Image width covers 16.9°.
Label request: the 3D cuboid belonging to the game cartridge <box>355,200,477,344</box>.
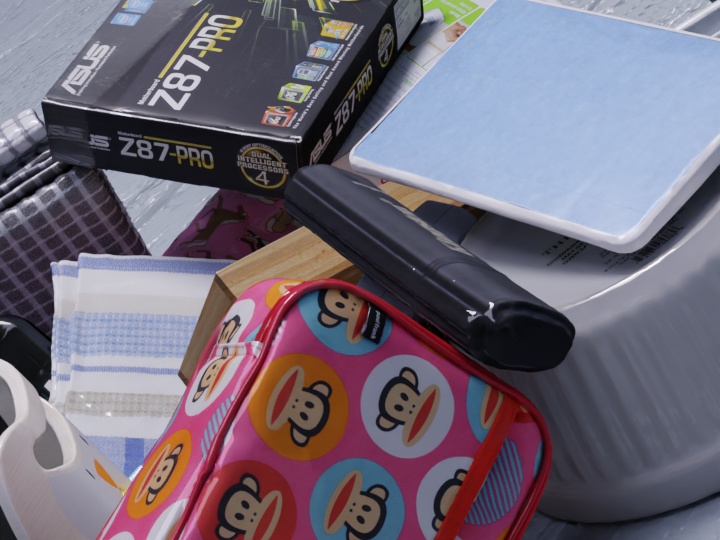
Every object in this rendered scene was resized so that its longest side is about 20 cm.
[{"bbox_3d":[0.008,0.062,1.166,0.041,0.133,0.200,14,42,17],"label":"game cartridge"}]

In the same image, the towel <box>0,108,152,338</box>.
[{"bbox_3d":[-0.207,0.011,1.464,0.165,0.200,0.086,-33,58,-3],"label":"towel"}]

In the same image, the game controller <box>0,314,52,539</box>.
[{"bbox_3d":[-0.178,0.101,1.337,0.104,0.042,0.200,-49,48,-6],"label":"game controller"}]

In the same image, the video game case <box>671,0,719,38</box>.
[{"bbox_3d":[0.162,-0.088,1.262,0.182,0.023,0.200,-32,-12,1],"label":"video game case"}]

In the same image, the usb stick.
[{"bbox_3d":[0.027,-0.004,1.088,0.200,0.055,0.033,37,114,55],"label":"usb stick"}]

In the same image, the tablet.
[{"bbox_3d":[0.096,-0.073,1.146,0.130,0.014,0.200,-47,39,-20],"label":"tablet"}]

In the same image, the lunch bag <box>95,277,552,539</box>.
[{"bbox_3d":[-0.011,0.120,1.025,0.200,0.176,0.082,-62,23,-14],"label":"lunch bag"}]

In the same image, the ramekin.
[{"bbox_3d":[0.133,0.013,1.132,0.200,0.105,0.200,-26,23,12],"label":"ramekin"}]

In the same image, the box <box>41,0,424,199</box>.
[{"bbox_3d":[-0.070,-0.124,1.412,0.161,0.049,0.200,9,41,20],"label":"box"}]

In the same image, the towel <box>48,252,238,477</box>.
[{"bbox_3d":[-0.096,0.060,1.306,0.146,0.024,0.200,2,38,-7],"label":"towel"}]

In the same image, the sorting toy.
[{"bbox_3d":[-0.124,0.129,1.130,0.107,0.180,0.200,-32,23,1],"label":"sorting toy"}]

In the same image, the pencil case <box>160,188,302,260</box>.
[{"bbox_3d":[-0.095,0.025,1.428,0.200,0.083,0.087,-50,0,-35],"label":"pencil case"}]

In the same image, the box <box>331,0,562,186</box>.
[{"bbox_3d":[0.038,-0.100,1.485,0.176,0.097,0.200,-35,23,-5],"label":"box"}]

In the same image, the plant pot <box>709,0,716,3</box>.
[{"bbox_3d":[0.269,-0.256,1.405,0.196,0.200,0.200,-49,27,-18],"label":"plant pot"}]

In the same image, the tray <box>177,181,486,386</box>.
[{"bbox_3d":[0.000,0.000,1.287,0.200,0.037,0.099,-30,-21,-32],"label":"tray"}]
